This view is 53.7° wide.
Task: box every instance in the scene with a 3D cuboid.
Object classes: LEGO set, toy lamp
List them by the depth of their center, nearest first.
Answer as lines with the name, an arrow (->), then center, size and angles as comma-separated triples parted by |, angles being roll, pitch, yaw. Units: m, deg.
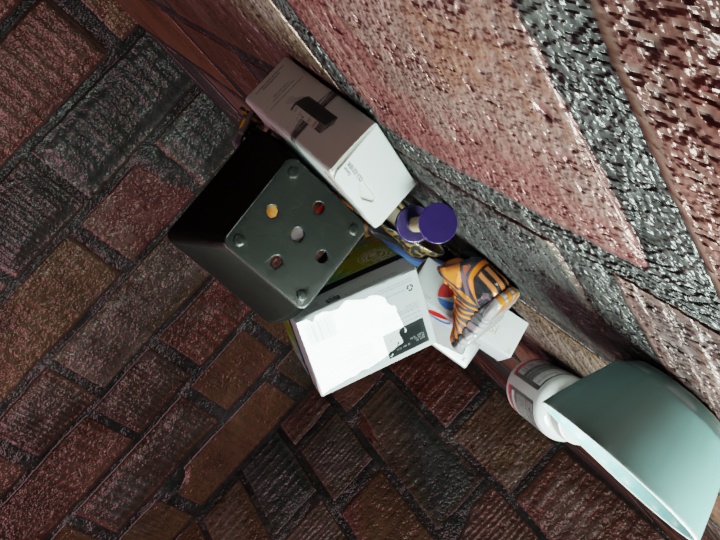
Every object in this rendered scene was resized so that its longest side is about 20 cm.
toy lamp -> 0.085, -0.066, 0.984 | 0.058, 0.058, 0.200 | 43, 176, -8
LEGO set -> -0.119, -0.238, 1.202 | 0.198, 0.117, 0.154 | 31, -161, -3

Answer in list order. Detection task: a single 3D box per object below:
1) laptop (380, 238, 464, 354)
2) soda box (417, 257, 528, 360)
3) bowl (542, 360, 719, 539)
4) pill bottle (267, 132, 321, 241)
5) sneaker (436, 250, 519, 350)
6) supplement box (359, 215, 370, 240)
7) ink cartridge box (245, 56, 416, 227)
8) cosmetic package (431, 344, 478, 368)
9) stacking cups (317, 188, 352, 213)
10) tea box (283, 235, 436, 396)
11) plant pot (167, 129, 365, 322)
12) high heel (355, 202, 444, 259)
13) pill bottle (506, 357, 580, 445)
laptop -> 0.111, 0.045, 1.282 | 0.185, 0.202, 0.116 | 24, -156, 22
soda box -> 0.170, 0.065, 1.168 | 0.199, 0.069, 0.064 | 33, 165, 0
bowl -> 0.302, 0.172, 0.748 | 0.201, 0.105, 0.201 | 44, 179, 1
pill bottle -> -0.111, -0.122, 1.130 | 0.104, 0.104, 0.201 | 42, 141, 20
sneaker -> 0.159, 0.037, 1.055 | 0.112, 0.077, 0.201 | 52, 152, 16
supplement box -> 0.000, 0.000, 1.293 | 0.069, 0.066, 0.203 | -136, 37, -74
ink cartridge box -> -0.038, -0.165, 0.922 | 0.200, 0.084, 0.144 | 44, 179, 35
cosmetic package -> 0.164, 0.094, 1.545 | 0.198, 0.124, 0.200 | 36, 180, -3
stacking cups -> -0.037, -0.112, 1.150 | 0.060, 0.060, 0.200 | 43, -152, -9
tea box -> -0.017, 0.062, 1.116 | 0.197, 0.198, 0.135 | 39, 150, 64
plant pot -> -0.106, -0.053, 0.935 | 0.199, 0.201, 0.177 | 42, 169, -21
high heel -> 0.062, -0.092, 1.119 | 0.141, 0.072, 0.201 | 23, 160, 24
pill bottle -> 0.332, 0.223, 1.208 | 0.111, 0.111, 0.200 | 44, 179, -10
